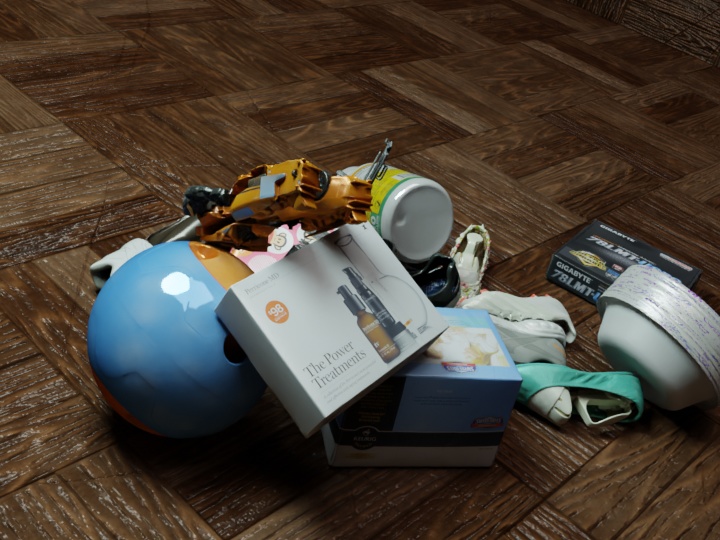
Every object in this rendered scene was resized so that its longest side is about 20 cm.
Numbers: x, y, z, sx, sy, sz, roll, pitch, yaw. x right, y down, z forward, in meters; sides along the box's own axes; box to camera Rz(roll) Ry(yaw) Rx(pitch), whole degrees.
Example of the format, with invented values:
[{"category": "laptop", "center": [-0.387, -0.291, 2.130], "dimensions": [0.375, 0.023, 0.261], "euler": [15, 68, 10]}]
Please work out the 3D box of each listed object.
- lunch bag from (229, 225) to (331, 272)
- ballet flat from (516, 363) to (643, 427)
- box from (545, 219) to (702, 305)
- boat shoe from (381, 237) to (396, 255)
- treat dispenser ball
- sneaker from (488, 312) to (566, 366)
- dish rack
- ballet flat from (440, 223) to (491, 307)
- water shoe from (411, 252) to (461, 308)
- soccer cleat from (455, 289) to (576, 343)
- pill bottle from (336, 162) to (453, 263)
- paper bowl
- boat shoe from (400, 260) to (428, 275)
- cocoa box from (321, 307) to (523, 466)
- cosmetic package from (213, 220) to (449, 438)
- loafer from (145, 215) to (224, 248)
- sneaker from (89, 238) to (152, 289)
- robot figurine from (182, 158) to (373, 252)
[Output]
[{"category": "lunch bag", "center": [-0.078, -0.012, 1.211], "dimensions": [0.173, 0.083, 0.202], "euler": [16, 55, 7]}, {"category": "ballet flat", "center": [0.266, 0.158, 1.158], "dimensions": [0.196, 0.068, 0.071], "euler": [5, 45, -13]}, {"category": "box", "center": [0.420, 0.006, 1.482], "dimensions": [0.198, 0.050, 0.198], "euler": [30, 35, 23]}, {"category": "boat shoe", "center": [-0.003, 0.000, 1.085], "dimensions": [0.072, 0.064, 0.201], "euler": [5, 10, 13]}, {"category": "treat dispenser ball", "center": [-0.182, 0.071, 0.972], "dimensions": [0.197, 0.204, 0.202], "euler": [10, 31, -6]}, {"category": "sneaker", "center": [0.175, 0.105, 1.199], "dimensions": [0.196, 0.075, 0.080], "euler": [4, 52, -9]}, {"category": "dish rack", "center": [-0.027, -0.070, 1.083], "dimensions": [0.054, 0.202, 0.153], "euler": [30, 6, -4]}, {"category": "ballet flat", "center": [0.153, -0.009, 1.376], "dimensions": [0.074, 0.065, 0.201], "euler": [17, 32, 4]}, {"category": "water shoe", "center": [0.045, 0.051, 1.168], "dimensions": [0.071, 0.080, 0.199], "euler": [32, 60, 33]}, {"category": "soccer cleat", "center": [0.210, 0.070, 1.273], "dimensions": [0.197, 0.070, 0.078], "euler": [-1, 37, -29]}, {"category": "pill bottle", "center": [0.034, -0.088, 1.303], "dimensions": [0.111, 0.115, 0.199], "euler": [-5, 17, -28]}, {"category": "paper bowl", "center": [0.388, 0.099, 1.205], "dimensions": [0.104, 0.201, 0.200], "euler": [-42, 52, -8]}, {"category": "boat shoe", "center": [0.073, 0.019, 1.287], "dimensions": [0.071, 0.073, 0.201], "euler": [3, 32, -14]}, {"category": "cocoa box", "center": [0.059, 0.128, 1.050], "dimensions": [0.196, 0.133, 0.134], "euler": [4, 32, -17]}, {"category": "cosmetic package", "center": [-0.023, 0.048, 0.923], "dimensions": [0.151, 0.052, 0.199], "euler": [50, 46, 10]}, {"category": "loafer", "center": [-0.216, -0.064, 1.284], "dimensions": [0.198, 0.072, 0.073], "euler": [-28, 50, -36]}, {"category": "sneaker", "center": [-0.258, 0.037, 1.134], "dimensions": [0.099, 0.079, 0.198], "euler": [-25, 40, -38]}, {"category": "robot figurine", "center": [-0.090, -0.062, 0.944], "dimensions": [0.144, 0.059, 0.198], "euler": [12, -19, -44]}]
